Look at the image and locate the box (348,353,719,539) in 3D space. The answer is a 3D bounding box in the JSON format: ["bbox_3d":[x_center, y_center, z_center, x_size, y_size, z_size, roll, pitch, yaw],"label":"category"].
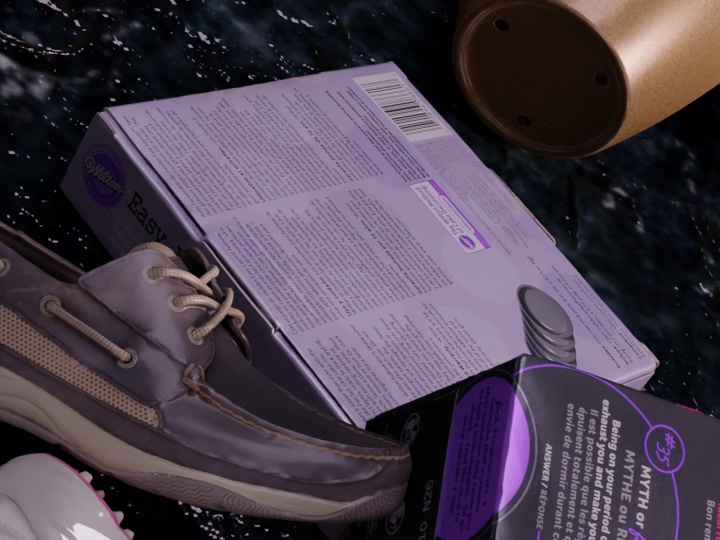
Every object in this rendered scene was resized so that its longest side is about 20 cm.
[{"bbox_3d":[0.102,0.121,0.700,0.199,0.106,0.123,20,67,-22],"label":"box"}]

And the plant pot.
[{"bbox_3d":[0.130,-0.151,1.029,0.186,0.186,0.200,37,48,2],"label":"plant pot"}]

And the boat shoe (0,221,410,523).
[{"bbox_3d":[-0.075,0.026,0.671,0.199,0.074,0.074,19,3,5],"label":"boat shoe"}]

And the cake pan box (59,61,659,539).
[{"bbox_3d":[0.000,0.000,0.837,0.184,0.052,0.200,-16,60,-50],"label":"cake pan box"}]

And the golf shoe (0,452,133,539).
[{"bbox_3d":[-0.076,0.145,0.599,0.091,0.075,0.200,-21,55,-40],"label":"golf shoe"}]
